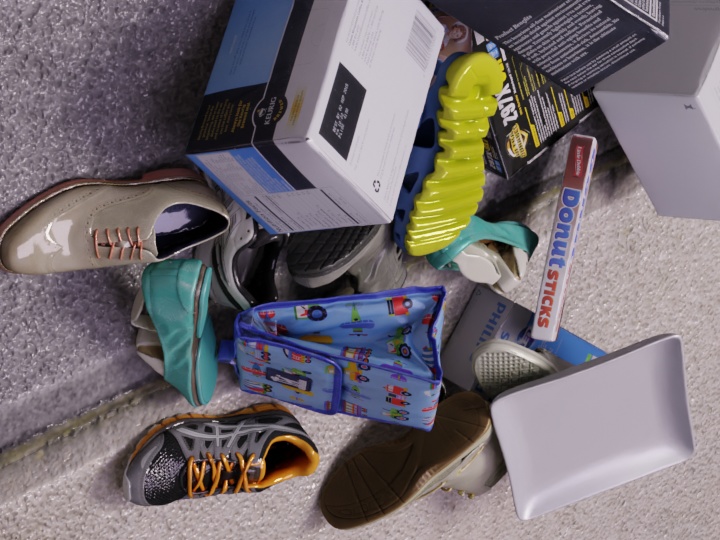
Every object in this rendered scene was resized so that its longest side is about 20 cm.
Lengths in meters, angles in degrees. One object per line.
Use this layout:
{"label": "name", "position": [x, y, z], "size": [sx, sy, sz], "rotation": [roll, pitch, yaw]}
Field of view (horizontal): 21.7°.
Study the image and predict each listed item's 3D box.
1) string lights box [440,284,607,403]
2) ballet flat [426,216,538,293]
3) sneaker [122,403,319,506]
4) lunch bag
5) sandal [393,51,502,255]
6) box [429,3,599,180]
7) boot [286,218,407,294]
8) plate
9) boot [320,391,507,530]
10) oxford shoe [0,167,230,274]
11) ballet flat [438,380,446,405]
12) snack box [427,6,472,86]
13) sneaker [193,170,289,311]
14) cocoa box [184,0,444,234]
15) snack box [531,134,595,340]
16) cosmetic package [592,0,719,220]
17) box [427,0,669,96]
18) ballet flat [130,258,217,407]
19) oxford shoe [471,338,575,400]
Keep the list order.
{"label": "string lights box", "position": [0.176, 0.099, 1.950], "size": [0.200, 0.059, 0.103], "rotation": [28, 90, -45]}
{"label": "ballet flat", "position": [0.119, -0.013, 1.811], "size": [0.067, 0.071, 0.200], "rotation": [-35, 154, 24]}
{"label": "sneaker", "position": [-0.125, 0.173, 1.712], "size": [0.199, 0.077, 0.079], "rotation": [-16, 121, -34]}
{"label": "lunch bag", "position": [-0.027, 0.072, 1.669], "size": [0.151, 0.198, 0.095], "rotation": [92, 2, -69]}
{"label": "sandal", "position": [0.067, -0.111, 1.680], "size": [0.079, 0.087, 0.201], "rotation": [-4, 117, -42]}
{"label": "box", "position": [0.160, -0.213, 1.797], "size": [0.159, 0.049, 0.201], "rotation": [-37, 130, -19]}
{"label": "boot", "position": [0.000, 0.000, 1.701], "size": [0.200, 0.067, 0.132], "rotation": [-51, 140, -53]}
{"label": "plate", "position": [0.231, 0.151, 1.870], "size": [0.198, 0.032, 0.201], "rotation": [-21, 135, -3]}
{"label": "boot", "position": [0.067, 0.205, 1.891], "size": [0.199, 0.072, 0.155], "rotation": [-36, 156, 9]}
{"label": "oxford shoe", "position": [-0.202, -0.036, 1.542], "size": [0.199, 0.074, 0.071], "rotation": [-19, 122, -24]}
{"label": "ballet flat", "position": [0.016, 0.086, 1.799], "size": [0.199, 0.068, 0.068], "rotation": [26, 93, -44]}
{"label": "snack box", "position": [0.068, -0.149, 1.733], "size": [0.071, 0.024, 0.201], "rotation": [-10, 125, -9]}
{"label": "sneaker", "position": [-0.091, -0.060, 1.624], "size": [0.075, 0.087, 0.201], "rotation": [-12, 116, -34]}
{"label": "cocoa box", "position": [-0.036, -0.150, 1.551], "size": [0.133, 0.131, 0.201], "rotation": [43, 53, -43]}
{"label": "snack box", "position": [0.201, -0.031, 1.847], "size": [0.072, 0.024, 0.202], "rotation": [9, 92, -80]}
{"label": "cosmetic package", "position": [0.349, -0.187, 1.884], "size": [0.200, 0.122, 0.201], "rotation": [54, 52, -42]}
{"label": "box", "position": [0.158, -0.295, 1.616], "size": [0.198, 0.123, 0.201], "rotation": [29, 51, -30]}
{"label": "ballet flat", "position": [-0.162, 0.050, 1.622], "size": [0.201, 0.070, 0.068], "rotation": [94, 8, -57]}
{"label": "oxford shoe", "position": [0.182, 0.108, 1.883], "size": [0.199, 0.058, 0.075], "rotation": [27, 134, -37]}
